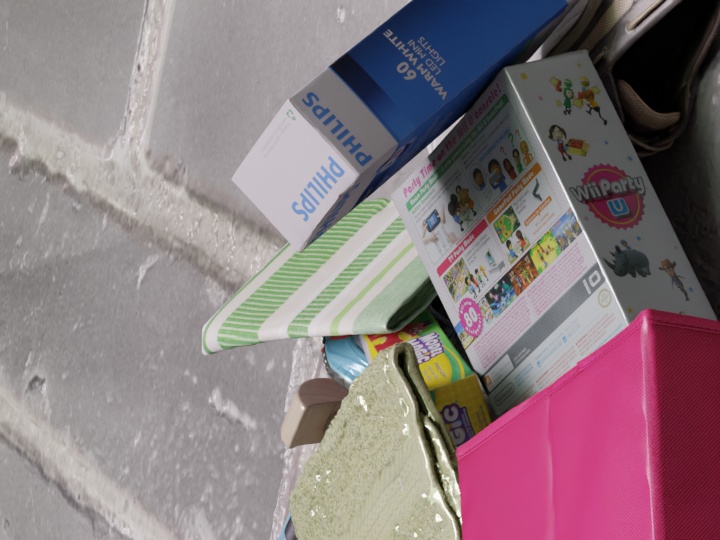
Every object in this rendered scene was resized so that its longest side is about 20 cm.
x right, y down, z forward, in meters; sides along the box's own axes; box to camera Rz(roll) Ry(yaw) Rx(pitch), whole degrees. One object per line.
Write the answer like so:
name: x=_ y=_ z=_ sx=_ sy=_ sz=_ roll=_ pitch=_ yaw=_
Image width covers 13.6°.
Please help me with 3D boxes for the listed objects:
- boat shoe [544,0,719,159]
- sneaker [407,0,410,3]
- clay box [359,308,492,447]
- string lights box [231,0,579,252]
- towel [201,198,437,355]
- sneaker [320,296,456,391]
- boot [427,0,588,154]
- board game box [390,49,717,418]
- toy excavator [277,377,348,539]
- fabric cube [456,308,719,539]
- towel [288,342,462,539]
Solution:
boat shoe: x=0.143 y=-0.100 z=1.673 sx=0.073 sy=0.074 sz=0.201 roll=-112 pitch=37 yaw=-51
sneaker: x=0.084 y=-0.180 z=1.837 sx=0.099 sy=0.070 sz=0.201 roll=-136 pitch=61 yaw=-68
clay box: x=0.050 y=0.097 z=1.754 sx=0.200 sy=0.047 sz=0.116 roll=-127 pitch=17 yaw=-71
string lights box: x=0.030 y=-0.103 z=1.637 sx=0.059 sy=0.200 sz=0.103 roll=47 pitch=149 yaw=4
towel: x=0.000 y=0.000 z=1.864 sx=0.199 sy=0.153 sz=0.023 roll=-6 pitch=120 yaw=51
sneaker: x=0.021 y=0.020 z=1.946 sx=0.096 sy=0.079 sz=0.200 roll=-47 pitch=28 yaw=11
boot: x=0.098 y=-0.104 z=1.775 sx=0.096 sy=0.073 sz=0.200 roll=-96 pitch=27 yaw=-45
board game box: x=0.109 y=0.004 z=1.646 sx=0.148 sy=0.064 sz=0.201 roll=-47 pitch=64 yaw=52
toy excavator: x=0.001 y=0.161 z=1.895 sx=0.194 sy=0.200 sz=0.100 roll=32 pitch=120 yaw=16
fabric cube: x=0.172 y=0.155 z=1.367 sx=0.200 sy=0.195 sz=0.201 roll=137 pitch=137 yaw=-57
towel: x=0.013 y=0.142 z=1.667 sx=0.149 sy=0.036 sz=0.200 roll=69 pitch=153 yaw=25
